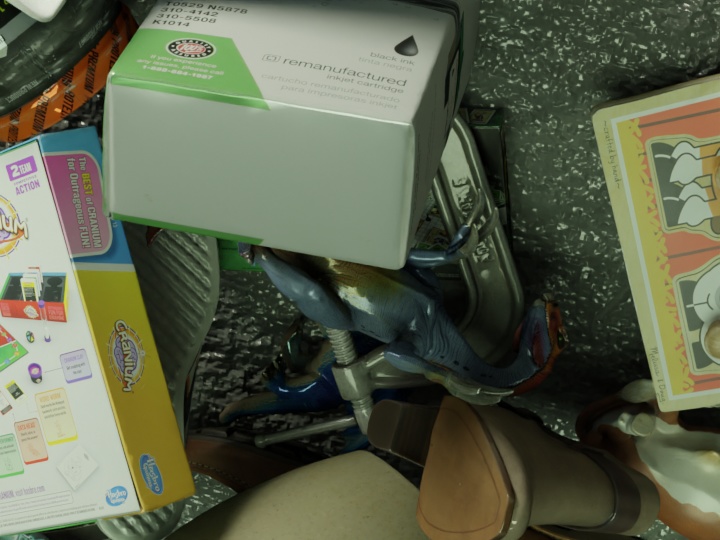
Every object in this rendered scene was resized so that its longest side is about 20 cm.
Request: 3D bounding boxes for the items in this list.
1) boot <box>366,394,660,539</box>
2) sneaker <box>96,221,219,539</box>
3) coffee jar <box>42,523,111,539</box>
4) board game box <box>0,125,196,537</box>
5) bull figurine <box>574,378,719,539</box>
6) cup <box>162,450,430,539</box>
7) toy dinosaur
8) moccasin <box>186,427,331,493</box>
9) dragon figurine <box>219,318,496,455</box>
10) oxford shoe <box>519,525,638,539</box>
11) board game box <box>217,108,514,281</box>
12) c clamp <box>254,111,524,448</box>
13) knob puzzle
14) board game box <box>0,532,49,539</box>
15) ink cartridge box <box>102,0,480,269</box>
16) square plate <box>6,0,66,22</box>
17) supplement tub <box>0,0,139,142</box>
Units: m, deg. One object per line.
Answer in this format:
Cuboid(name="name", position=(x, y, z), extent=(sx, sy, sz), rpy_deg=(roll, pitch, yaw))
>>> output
Cuboid(name="boot", position=(0.095, 0.113, 1.077), extent=(0.146, 0.200, 0.071), rpy_deg=(18, 98, -23))
Cuboid(name="sneaker", position=(-0.129, 0.051, 1.160), extent=(0.078, 0.079, 0.201), rpy_deg=(8, 91, -15))
Cuboid(name="coffee jar", position=(-0.188, 0.082, 1.241), extent=(0.104, 0.086, 0.201), rpy_deg=(-13, 122, 17))
Cuboid(name="board game box", position=(-0.176, 0.038, 1.093), extent=(0.153, 0.040, 0.201), rpy_deg=(-14, 92, 43))
Cuboid(name="bull figurine", position=(0.217, 0.126, 1.160), extent=(0.199, 0.065, 0.122), rpy_deg=(24, 155, 3))
Cuboid(name="cup", position=(-0.012, 0.186, 1.128), extent=(0.200, 0.143, 0.200), rpy_deg=(42, 168, 11))
Cuboid(name="toy dinosaur", position=(0.019, 0.005, 1.081), extent=(0.199, 0.105, 0.181), rpy_deg=(11, 153, 49))
Cuboid(name="moccasin", position=(-0.026, 0.154, 1.243), extent=(0.200, 0.074, 0.078), rpy_deg=(24, 92, 5))
Cuboid(name="dragon figurine", position=(-0.001, 0.068, 1.189), extent=(0.099, 0.059, 0.200), rpy_deg=(43, 118, -7))
Cuboid(name="oxford shoe", position=(0.087, 0.193, 1.260), extent=(0.199, 0.071, 0.072), rpy_deg=(7, 130, 13))
Cuboid(name="board game box", position=(-0.015, -0.044, 1.138), extent=(0.199, 0.024, 0.105), rpy_deg=(3, 128, 13))
Cuboid(name="c clamp", position=(0.000, 0.000, 1.112), extent=(0.170, 0.027, 0.201), rpy_deg=(-9, 110, 12))
Cuboid(name="knob puzzle", position=(0.235, -0.020, 1.050), extent=(0.218, 0.030, 0.221), rpy_deg=(2, 111, 4))
Cuboid(name="board game box", position=(-0.257, 0.146, 1.276), extent=(0.200, 0.028, 0.135), rpy_deg=(44, 157, -1))
Cuboid(name="ink cartridge box", position=(-0.027, -0.097, 0.989), extent=(0.145, 0.200, 0.085), rpy_deg=(10, 125, 7))
Cuboid(name="square plate", position=(-0.190, -0.225, 0.936), extent=(0.198, 0.200, 0.028), rpy_deg=(37, 135, -14))
Cuboid(name="supplement tub", position=(-0.207, -0.171, 1.030), extent=(0.122, 0.123, 0.200), rpy_deg=(-23, 117, 29))
